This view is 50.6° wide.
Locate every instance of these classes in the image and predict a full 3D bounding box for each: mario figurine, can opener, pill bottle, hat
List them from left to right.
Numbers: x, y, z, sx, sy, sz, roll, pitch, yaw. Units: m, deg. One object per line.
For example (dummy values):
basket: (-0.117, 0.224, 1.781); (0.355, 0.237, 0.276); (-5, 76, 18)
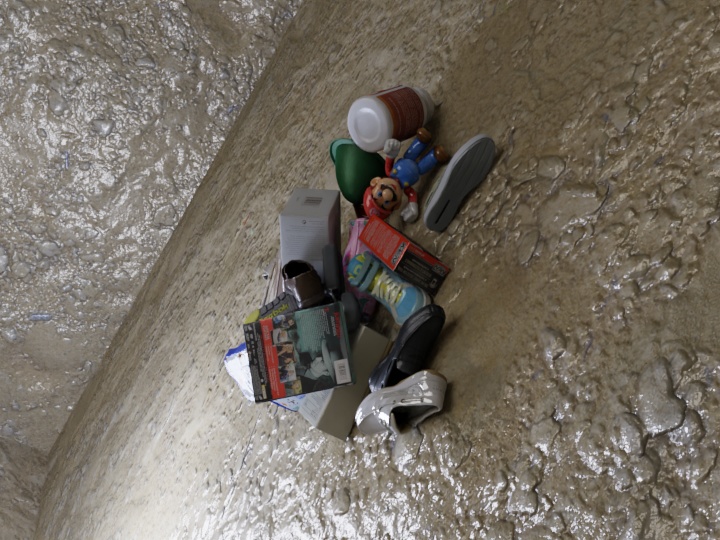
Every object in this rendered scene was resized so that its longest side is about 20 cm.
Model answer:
can opener: (-0.033, 0.034, 1.435); (0.065, 0.054, 0.204); (-16, 50, 12)
hat: (-0.028, -0.155, 1.613); (0.196, 0.167, 0.178); (18, 63, 34)
pill bottle: (0.070, -0.323, 1.590); (0.112, 0.114, 0.199); (-36, -4, 42)
mario figurine: (0.084, -0.180, 1.507); (0.201, 0.106, 0.124); (-48, 57, 7)

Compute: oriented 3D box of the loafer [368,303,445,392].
loafer: (0.082, 0.144, 1.261); (0.203, 0.067, 0.071); (-57, 33, 25)

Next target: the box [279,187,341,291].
box: (-0.102, -0.050, 1.606); (0.153, 0.103, 0.205); (-73, -15, -64)

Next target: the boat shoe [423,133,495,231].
boat shoe: (0.170, -0.166, 1.384); (0.202, 0.071, 0.063); (-55, 28, 23)

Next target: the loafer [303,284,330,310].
loafer: (-0.072, 0.115, 1.436); (0.062, 0.072, 0.205); (-15, 52, 32)

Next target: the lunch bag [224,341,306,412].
lunch bag: (-0.158, 0.198, 1.513); (0.169, 0.197, 0.127); (-24, 44, 51)

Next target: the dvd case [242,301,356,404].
dvd case: (-0.112, 0.149, 1.370); (0.195, 0.022, 0.150); (-14, 82, 18)

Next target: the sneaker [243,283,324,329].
sneaker: (-0.141, 0.087, 1.555); (0.196, 0.082, 0.075); (-26, 65, 11)

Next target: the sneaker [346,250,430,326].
sneaker: (0.040, 0.031, 1.371); (0.081, 0.129, 0.200); (-58, 25, 2)

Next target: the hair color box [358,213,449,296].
hair color box: (0.076, -0.033, 1.401); (0.062, 0.100, 0.200); (-56, 27, 7)

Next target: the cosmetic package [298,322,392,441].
cosmetic package: (-0.029, 0.197, 1.412); (0.204, 0.072, 0.103); (-64, 25, -2)

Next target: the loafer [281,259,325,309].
loafer: (-0.111, 0.007, 1.448); (0.072, 0.073, 0.200); (-24, 19, -11)

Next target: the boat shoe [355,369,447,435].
boat shoe: (0.058, 0.228, 1.215); (0.199, 0.070, 0.071); (-39, 32, 39)

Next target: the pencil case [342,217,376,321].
pencil case: (0.000, 0.000, 1.513); (0.087, 0.086, 0.206); (-15, 59, 57)

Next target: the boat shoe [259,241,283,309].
boat shoe: (-0.182, 0.010, 1.669); (0.072, 0.064, 0.206); (69, -155, -69)
